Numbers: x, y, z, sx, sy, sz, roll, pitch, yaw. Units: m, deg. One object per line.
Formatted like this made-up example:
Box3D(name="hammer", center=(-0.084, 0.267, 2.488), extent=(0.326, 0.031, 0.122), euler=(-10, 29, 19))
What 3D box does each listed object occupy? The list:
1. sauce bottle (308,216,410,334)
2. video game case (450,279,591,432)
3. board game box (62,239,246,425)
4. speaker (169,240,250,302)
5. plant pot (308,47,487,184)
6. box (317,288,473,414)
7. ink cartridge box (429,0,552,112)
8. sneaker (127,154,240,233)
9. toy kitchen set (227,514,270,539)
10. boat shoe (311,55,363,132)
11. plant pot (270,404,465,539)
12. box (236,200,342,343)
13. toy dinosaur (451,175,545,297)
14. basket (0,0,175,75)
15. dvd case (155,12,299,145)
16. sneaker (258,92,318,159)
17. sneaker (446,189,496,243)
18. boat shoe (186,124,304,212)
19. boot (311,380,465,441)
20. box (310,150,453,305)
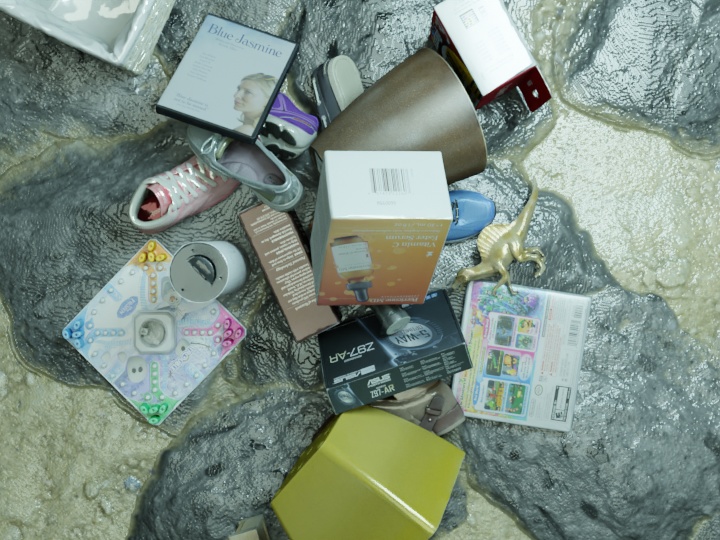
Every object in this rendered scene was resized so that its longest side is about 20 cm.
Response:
Box3D(name="sauce bottle", center=(0.000, 0.000, 1.465), extent=(0.066, 0.066, 0.201), euler=(-33, 69, 3))
Box3D(name="video game case", center=(0.230, 0.123, 1.518), extent=(0.181, 0.024, 0.201), euler=(9, 94, 1))
Box3D(name="board game box", center=(-0.303, 0.092, 1.529), extent=(0.200, 0.026, 0.200), euler=(45, 93, -1))
Box3D(name="speaker", center=(-0.203, -0.001, 1.434), extent=(0.081, 0.200, 0.082), euler=(0, 92, 2))
Box3D(name="plant pot", center=(0.038, -0.171, 1.409), extent=(0.199, 0.187, 0.188), euler=(-28, 92, -9))
Box3D(name="box", center=(0.044, 0.109, 1.453), extent=(0.199, 0.160, 0.044), euler=(-19, 117, 3))
Box3D(name="ink cartridge box", center=(0.171, -0.280, 1.410), extent=(0.084, 0.200, 0.176), euler=(-29, 91, 3))
Box3D(name="sneaker", center=(-0.244, -0.118, 1.479), extent=(0.200, 0.105, 0.076), euler=(-34, 90, 2))
Box3D(name="toy kitchen set", center=(-0.195, 0.485, 1.476), extent=(0.179, 0.163, 0.201), euler=(-17, 92, 2))
Box3D(name="boat shoe", center=(-0.023, -0.204, 1.502), extent=(0.063, 0.072, 0.201), euler=(-5, 101, 45))
Box3D(name="plant pot", center=(-0.001, 0.298, 1.416), extent=(0.176, 0.200, 0.200), euler=(40, 116, -1))
Box3D(name="box", center=(-0.098, -0.005, 1.482), extent=(0.075, 0.100, 0.201), euler=(-23, 92, 2))
Box3D(name="toy dinosaur", center=(0.217, -0.033, 1.477), extent=(0.101, 0.058, 0.200), euler=(41, 88, -5))
Box3D(name="basket", center=(-0.358, -0.399, 1.439), extent=(0.199, 0.161, 0.199), euler=(26, 93, 1))
Box3D(name="dvd case", center=(-0.181, -0.269, 1.452), extent=(0.142, 0.018, 0.201), euler=(18, 54, 2))
Box3D(name="sneaker", center=(-0.150, -0.229, 1.496), extent=(0.199, 0.081, 0.084), euler=(30, 50, 10))
Box3D(name="sneaker", center=(0.095, -0.073, 1.479), extent=(0.199, 0.089, 0.079), euler=(-7, 93, 0))
Box3D(name="boat shoe", center=(-0.162, -0.155, 1.426), extent=(0.202, 0.065, 0.074), euler=(39, 80, 22))
Box3D(name="boot", center=(0.046, 0.225, 1.503), extent=(0.146, 0.070, 0.200), euler=(44, 107, -7))
Box3D(name="box", center=(0.021, -0.051, 1.341), extent=(0.151, 0.200, 0.107), euler=(-1, 57, -9))
